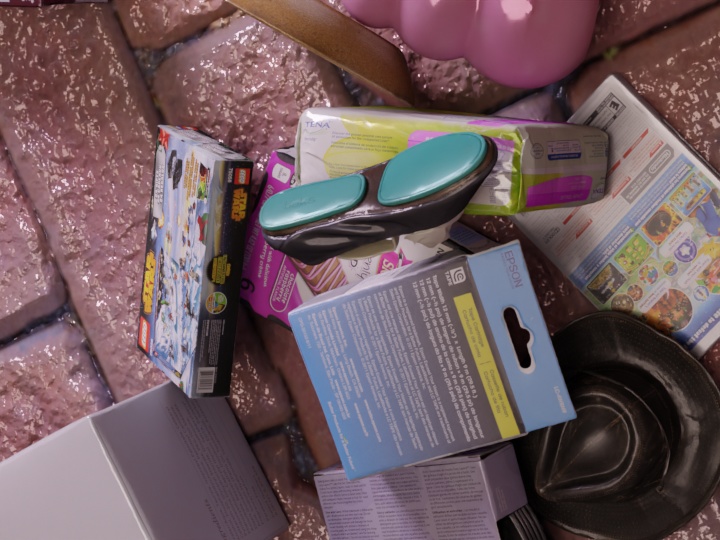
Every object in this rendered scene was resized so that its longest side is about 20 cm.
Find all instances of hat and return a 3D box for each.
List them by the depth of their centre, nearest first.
[{"bbox_3d":[0.182,0.137,1.390,0.199,0.081,0.203,10,110,29],"label":"hat"}]

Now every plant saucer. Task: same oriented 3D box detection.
[{"bbox_3d":[-0.037,-0.189,1.383,0.199,0.200,0.036,31,95,17],"label":"plant saucer"}]

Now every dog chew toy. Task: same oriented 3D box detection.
[{"bbox_3d":[0.076,-0.208,1.340,0.198,0.125,0.126,11,105,1],"label":"dog chew toy"}]

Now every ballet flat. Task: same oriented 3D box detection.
[{"bbox_3d":[0.022,-0.044,1.272,0.199,0.073,0.074,-16,93,30],"label":"ballet flat"}]

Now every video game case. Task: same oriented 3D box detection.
[{"bbox_3d":[0.219,-0.032,1.386,0.200,0.018,0.143,46,114,11],"label":"video game case"}]

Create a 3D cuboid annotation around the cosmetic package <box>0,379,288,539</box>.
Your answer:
[{"bbox_3d":[-0.199,0.204,1.524,0.167,0.200,0.167,-28,87,26],"label":"cosmetic package"}]

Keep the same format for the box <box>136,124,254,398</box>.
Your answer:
[{"bbox_3d":[-0.140,-0.010,1.505,0.137,0.040,0.202,32,119,59],"label":"box"}]

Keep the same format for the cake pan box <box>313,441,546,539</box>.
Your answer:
[{"bbox_3d":[0.064,0.239,1.465,0.199,0.052,0.186,-13,96,43],"label":"cake pan box"}]

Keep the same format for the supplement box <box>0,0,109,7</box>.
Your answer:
[{"bbox_3d":[-0.327,-0.260,1.547,0.198,0.109,0.062,6,102,23],"label":"supplement box"}]

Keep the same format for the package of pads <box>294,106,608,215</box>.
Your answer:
[{"bbox_3d":[0.067,-0.084,1.357,0.198,0.154,0.069,8,99,31],"label":"package of pads"}]

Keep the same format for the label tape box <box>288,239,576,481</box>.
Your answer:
[{"bbox_3d":[0.061,0.066,1.388,0.198,0.066,0.145,-18,95,22],"label":"label tape box"}]

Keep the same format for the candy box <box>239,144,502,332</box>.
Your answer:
[{"bbox_3d":[0.000,0.000,1.470,0.199,0.061,0.137,27,111,17],"label":"candy box"}]
